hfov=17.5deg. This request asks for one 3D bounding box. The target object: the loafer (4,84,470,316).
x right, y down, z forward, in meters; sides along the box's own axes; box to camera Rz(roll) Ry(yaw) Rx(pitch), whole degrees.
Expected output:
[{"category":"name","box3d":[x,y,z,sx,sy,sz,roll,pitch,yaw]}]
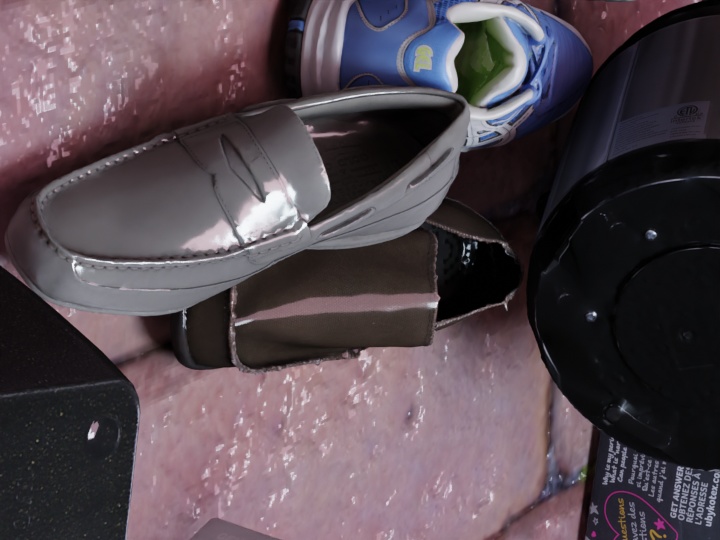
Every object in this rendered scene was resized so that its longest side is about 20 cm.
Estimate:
[{"category":"loafer","box3d":[-0.042,-0.034,0.884,0.200,0.070,0.070,-19,156,-40]}]

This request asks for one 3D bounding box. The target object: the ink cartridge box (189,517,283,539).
[{"category":"ink cartridge box","box3d":[-0.054,0.191,0.886,0.200,0.162,0.057,-40,132,-40]}]

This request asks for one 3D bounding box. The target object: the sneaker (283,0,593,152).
[{"category":"sneaker","box3d":[0.052,-0.084,1.015,0.200,0.077,0.076,-7,104,-55]}]

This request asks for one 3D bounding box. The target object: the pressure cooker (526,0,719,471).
[{"category":"pressure cooker","box3d":[0.176,-0.029,1.077,0.200,0.176,0.179,-69,178,-53]}]

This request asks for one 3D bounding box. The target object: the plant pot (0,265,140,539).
[{"category":"plant pot","box3d":[-0.178,0.084,0.673,0.199,0.177,0.200,-4,105,-53]}]

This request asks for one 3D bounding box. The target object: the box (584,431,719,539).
[{"category":"box","box3d":[0.222,0.106,1.277,0.200,0.115,0.132,-5,106,-52]}]

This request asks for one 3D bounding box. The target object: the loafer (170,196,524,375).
[{"category":"loafer","box3d":[0.000,0.000,0.976,0.200,0.071,0.073,-18,115,-50]}]
